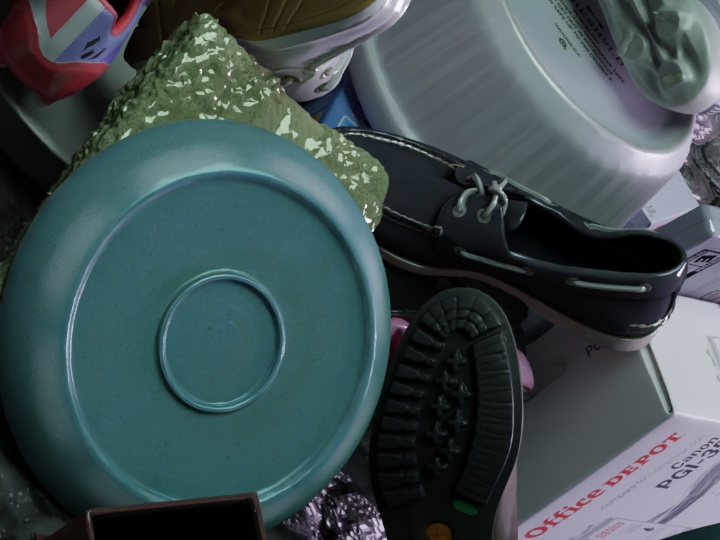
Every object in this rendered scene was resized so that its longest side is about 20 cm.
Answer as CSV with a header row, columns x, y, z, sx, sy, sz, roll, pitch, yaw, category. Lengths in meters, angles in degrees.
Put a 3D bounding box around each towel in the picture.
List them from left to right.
x,y,z,sx,sy,sz,roll,pitch,yaw,category
-0.086,-0.005,1.306,0.148,0.036,0.200,41,77,-27,towel

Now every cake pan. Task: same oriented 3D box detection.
x,y,z,sx,sy,sz,roll,pitch,yaw,category
-0.131,-0.105,1.426,0.200,0.037,0.201,31,40,-30,cake pan

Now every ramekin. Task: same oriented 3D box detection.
x,y,z,sx,sy,sz,roll,pitch,yaw,category
0.093,-0.104,1.512,0.202,0.094,0.203,31,39,-29,ramekin

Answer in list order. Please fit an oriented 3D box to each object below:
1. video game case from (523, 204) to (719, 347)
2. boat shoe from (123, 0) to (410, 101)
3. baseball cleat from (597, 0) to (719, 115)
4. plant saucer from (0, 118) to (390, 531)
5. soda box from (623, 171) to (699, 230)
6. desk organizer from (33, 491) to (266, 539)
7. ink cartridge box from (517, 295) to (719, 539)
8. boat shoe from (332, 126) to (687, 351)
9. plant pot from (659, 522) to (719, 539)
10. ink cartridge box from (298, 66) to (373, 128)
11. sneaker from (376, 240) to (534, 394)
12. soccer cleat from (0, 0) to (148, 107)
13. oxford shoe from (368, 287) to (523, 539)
x,y,z,sx,sy,sz,roll,pitch,yaw,category
0.167,0.026,1.527,0.182,0.200,0.022,12,58,-45,video game case
-0.032,-0.116,1.356,0.069,0.200,0.071,41,64,-27,boat shoe
0.153,-0.172,1.516,0.106,0.070,0.200,6,64,-57,baseball cleat
-0.068,0.032,1.284,0.200,0.027,0.201,-4,99,-28,plant saucer
0.119,-0.103,1.703,0.068,0.064,0.200,-16,74,-55,soda box
-0.075,0.191,1.202,0.072,0.077,0.200,17,48,-41,desk organizer
0.166,0.089,1.517,0.200,0.146,0.083,11,50,-44,ink cartridge box
0.069,-0.029,1.386,0.200,0.063,0.073,25,52,-6,boat shoe
0.169,0.213,1.368,0.141,0.200,0.141,45,36,-13,plant pot
0.025,-0.060,1.545,0.136,0.076,0.200,45,34,-14,ink cartridge box
0.000,0.000,1.413,0.200,0.079,0.096,19,71,-19,sneaker
-0.120,-0.155,1.382,0.067,0.076,0.200,43,36,-16,soccer cleat
0.045,0.101,1.379,0.084,0.073,0.200,-51,146,-72,oxford shoe
